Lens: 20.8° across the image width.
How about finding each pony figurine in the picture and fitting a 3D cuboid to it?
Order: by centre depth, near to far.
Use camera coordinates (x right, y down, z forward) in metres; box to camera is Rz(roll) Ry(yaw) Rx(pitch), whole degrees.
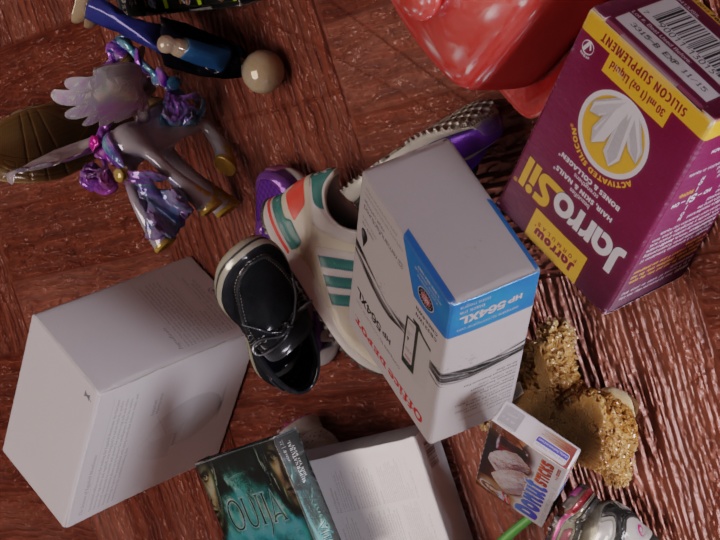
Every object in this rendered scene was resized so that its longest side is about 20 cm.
[{"bbox_3d":[-0.215,-0.120,1.835,0.201,0.193,0.166,53,130,3],"label":"pony figurine"}]

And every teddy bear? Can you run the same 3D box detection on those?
[{"bbox_3d":[0.160,0.106,1.626,0.199,0.066,0.146,-2,101,57],"label":"teddy bear"}]

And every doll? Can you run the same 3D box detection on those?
[{"bbox_3d":[-0.163,-0.206,1.791,0.199,0.136,0.049,23,94,7],"label":"doll"}]

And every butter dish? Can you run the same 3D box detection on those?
[{"bbox_3d":[0.087,-0.224,1.476,0.201,0.147,0.200,56,140,13],"label":"butter dish"}]

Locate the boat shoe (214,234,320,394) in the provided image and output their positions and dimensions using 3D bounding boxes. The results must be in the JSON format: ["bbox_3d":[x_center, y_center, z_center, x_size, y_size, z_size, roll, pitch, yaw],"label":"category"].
[{"bbox_3d":[-0.075,0.041,1.715,0.062,0.074,0.201,40,160,33],"label":"boat shoe"}]

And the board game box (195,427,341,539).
[{"bbox_3d":[-0.085,0.226,1.839,0.200,0.028,0.136,-26,86,61],"label":"board game box"}]

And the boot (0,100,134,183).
[{"bbox_3d":[-0.322,-0.130,1.949,0.155,0.199,0.073,-3,107,50],"label":"boot"}]

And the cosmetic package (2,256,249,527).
[{"bbox_3d":[-0.233,0.120,1.965,0.123,0.199,0.200,44,135,25],"label":"cosmetic package"}]

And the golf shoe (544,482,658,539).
[{"bbox_3d":[0.193,0.275,1.651,0.092,0.073,0.201,27,135,21],"label":"golf shoe"}]

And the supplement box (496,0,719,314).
[{"bbox_3d":[0.204,-0.091,1.441,0.131,0.103,0.201,46,137,24],"label":"supplement box"}]

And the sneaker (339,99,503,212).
[{"bbox_3d":[0.070,-0.069,1.640,0.100,0.069,0.200,59,145,-1],"label":"sneaker"}]

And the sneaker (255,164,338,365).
[{"bbox_3d":[-0.075,0.005,1.819,0.080,0.088,0.202,15,117,46],"label":"sneaker"}]

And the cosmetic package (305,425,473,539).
[{"bbox_3d":[0.027,0.252,1.813,0.150,0.052,0.202,-15,96,28],"label":"cosmetic package"}]

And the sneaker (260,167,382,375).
[{"bbox_3d":[0.000,-0.001,1.743,0.093,0.070,0.200,-34,93,25],"label":"sneaker"}]

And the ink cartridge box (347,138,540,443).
[{"bbox_3d":[0.062,0.020,1.563,0.146,0.084,0.201,56,157,31],"label":"ink cartridge box"}]

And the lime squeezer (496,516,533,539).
[{"bbox_3d":[0.106,0.291,1.736,0.070,0.038,0.202,19,108,17],"label":"lime squeezer"}]

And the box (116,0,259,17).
[{"bbox_3d":[-0.175,-0.337,1.802,0.192,0.047,0.202,1,109,47],"label":"box"}]

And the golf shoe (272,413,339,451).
[{"bbox_3d":[-0.052,0.239,1.918,0.091,0.075,0.201,31,130,30],"label":"golf shoe"}]

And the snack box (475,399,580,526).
[{"bbox_3d":[0.135,0.161,1.613,0.072,0.024,0.200,32,163,11],"label":"snack box"}]
